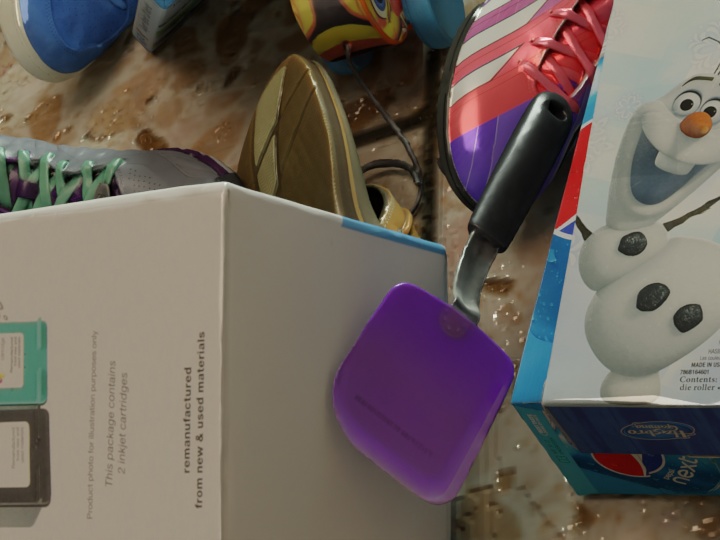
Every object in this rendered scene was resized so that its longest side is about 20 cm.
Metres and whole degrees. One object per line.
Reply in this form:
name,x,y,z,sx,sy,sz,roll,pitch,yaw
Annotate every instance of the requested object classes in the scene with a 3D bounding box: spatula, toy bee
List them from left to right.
toy bee,0.006,-0.135,0.813,0.130,0.109,0.200,-28,44,9
spatula,0.043,-0.004,0.649,0.021,0.056,0.200,-44,13,44

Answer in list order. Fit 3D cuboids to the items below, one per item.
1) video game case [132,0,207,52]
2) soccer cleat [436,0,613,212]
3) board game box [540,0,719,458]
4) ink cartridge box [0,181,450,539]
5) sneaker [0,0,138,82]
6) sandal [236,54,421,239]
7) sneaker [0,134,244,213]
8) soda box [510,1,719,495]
video game case,-0.052,-0.167,0.861,0.143,0.018,0.200,-44,7,-5
soccer cleat,0.095,-0.109,0.750,0.073,0.068,0.200,-10,44,53
board game box,0.170,-0.038,0.567,0.199,0.043,0.200,-2,60,27
ink cartridge box,-0.088,0.060,0.651,0.199,0.146,0.147,-6,80,32
sneaker,-0.112,-0.190,0.961,0.111,0.077,0.200,-10,43,40
sandal,0.000,0.000,0.740,0.080,0.054,0.201,-50,51,34
sneaker,-0.134,-0.025,0.807,0.200,0.087,0.075,6,85,51
soda box,0.117,-0.019,0.667,0.064,0.068,0.201,-4,53,32
